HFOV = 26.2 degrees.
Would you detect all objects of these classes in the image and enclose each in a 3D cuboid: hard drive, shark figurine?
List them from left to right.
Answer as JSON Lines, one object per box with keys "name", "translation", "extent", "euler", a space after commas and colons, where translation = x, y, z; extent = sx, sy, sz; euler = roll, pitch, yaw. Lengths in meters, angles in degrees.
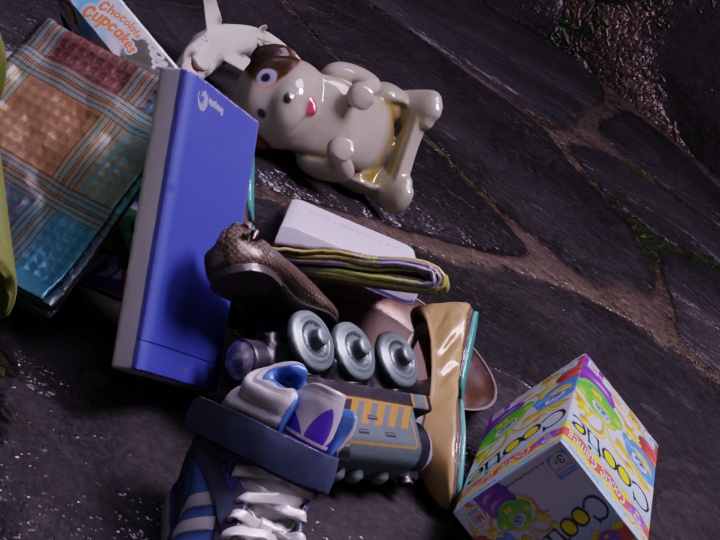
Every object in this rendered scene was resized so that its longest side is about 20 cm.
{"name": "hard drive", "translation": [-0.118, -0.023, 1.071], "extent": [0.025, 0.200, 0.132], "euler": [5, -9, 18]}
{"name": "shark figurine", "translation": [-0.136, -0.240, 1.762], "extent": [0.214, 0.089, 0.128], "euler": [5, 67, -40]}
{"name": "hard drive", "translation": [-0.011, -0.020, 1.427], "extent": [0.132, 0.025, 0.200], "euler": [23, 9, -3]}

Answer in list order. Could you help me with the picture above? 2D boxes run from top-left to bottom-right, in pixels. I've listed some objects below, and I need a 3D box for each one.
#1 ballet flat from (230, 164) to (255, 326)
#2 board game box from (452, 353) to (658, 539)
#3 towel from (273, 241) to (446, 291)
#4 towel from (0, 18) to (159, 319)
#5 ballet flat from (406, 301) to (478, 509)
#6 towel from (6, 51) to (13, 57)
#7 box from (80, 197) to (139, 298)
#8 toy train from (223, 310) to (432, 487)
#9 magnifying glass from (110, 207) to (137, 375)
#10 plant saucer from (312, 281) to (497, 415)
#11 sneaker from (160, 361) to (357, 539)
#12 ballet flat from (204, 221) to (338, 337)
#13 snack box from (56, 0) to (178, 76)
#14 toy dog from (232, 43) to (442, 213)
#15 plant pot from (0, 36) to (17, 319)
{"name": "ballet flat", "translation": [-0.114, -0.034, 1.290], "extent": [0.073, 0.073, 0.200], "euler": [16, 56, -42]}
{"name": "board game box", "translation": [0.156, 0.160, 1.202], "extent": [0.103, 0.105, 0.200], "euler": [52, 19, -5]}
{"name": "towel", "translation": [0.000, 0.000, 1.219], "extent": [0.143, 0.023, 0.200], "euler": [7, -2, 6]}
{"name": "towel", "translation": [-0.223, -0.078, 1.090], "extent": [0.146, 0.200, 0.022], "euler": [28, -25, 10]}
{"name": "ballet flat", "translation": [0.057, 0.106, 1.242], "extent": [0.063, 0.069, 0.200], "euler": [7, 45, 2]}
{"name": "towel", "translation": [-0.253, -0.160, 1.457], "extent": [0.144, 0.023, 0.200], "euler": [43, 21, 25]}
{"name": "box", "translation": [-0.202, -0.033, 1.178], "extent": [0.200, 0.064, 0.070], "euler": [24, 21, -24]}
{"name": "toy train", "translation": [-0.020, 0.100, 1.122], "extent": [0.200, 0.085, 0.114], "euler": [16, 56, -52]}
{"name": "magnifying glass", "translation": [-0.162, -0.019, 1.129], "extent": [0.079, 0.022, 0.200], "euler": [14, 56, -32]}
{"name": "plant saucer", "translation": [0.030, 0.067, 1.366], "extent": [0.200, 0.032, 0.200], "euler": [29, 20, -12]}
{"name": "sneaker", "translation": [-0.056, 0.135, 0.895], "extent": [0.080, 0.147, 0.200], "euler": [26, 21, -22]}
{"name": "ballet flat", "translation": [-0.063, 0.011, 1.095], "extent": [0.200, 0.067, 0.046], "euler": [47, 29, -67]}
{"name": "snack box", "translation": [-0.168, -0.141, 1.230], "extent": [0.200, 0.037, 0.116], "euler": [50, -16, 14]}
{"name": "toy dog", "translation": [-0.042, -0.170, 1.656], "extent": [0.200, 0.140, 0.194], "euler": [17, 13, -40]}
{"name": "plant pot", "translation": [-0.289, -0.046, 0.933], "extent": [0.200, 0.200, 0.190], "euler": [13, 41, -46]}
